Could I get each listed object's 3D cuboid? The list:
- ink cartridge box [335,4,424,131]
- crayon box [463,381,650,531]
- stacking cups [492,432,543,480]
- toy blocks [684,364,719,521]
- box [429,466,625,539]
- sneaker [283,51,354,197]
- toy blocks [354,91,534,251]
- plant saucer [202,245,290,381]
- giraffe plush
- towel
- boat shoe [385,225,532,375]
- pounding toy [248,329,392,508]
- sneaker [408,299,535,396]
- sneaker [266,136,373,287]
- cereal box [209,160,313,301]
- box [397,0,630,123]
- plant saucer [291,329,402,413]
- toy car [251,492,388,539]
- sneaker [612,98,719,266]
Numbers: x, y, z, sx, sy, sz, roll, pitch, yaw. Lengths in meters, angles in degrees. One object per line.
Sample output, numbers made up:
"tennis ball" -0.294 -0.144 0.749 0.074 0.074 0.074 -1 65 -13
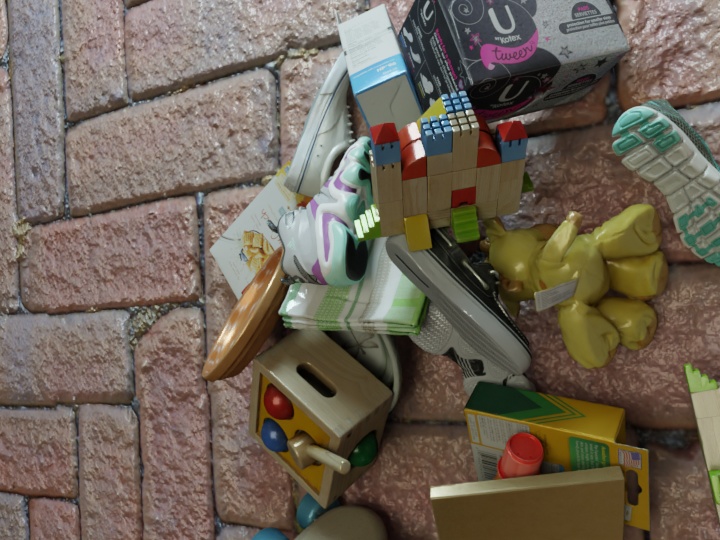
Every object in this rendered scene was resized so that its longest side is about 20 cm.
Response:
"ink cartridge box" 0.028 -0.237 0.885 0.067 0.117 0.202 -21 46 10
"crayon box" 0.221 0.202 0.803 0.197 0.052 0.128 7 128 32
"stacking cups" 0.166 0.259 0.817 0.060 0.060 0.203 27 131 28
"toy blocks" 0.407 0.181 0.702 0.134 0.100 0.204 -13 82 21
"box" 0.181 0.279 0.777 0.196 0.021 0.166 -8 124 8
"sneaker" -0.040 -0.194 0.994 0.070 0.073 0.204 21 90 -11
"toy blocks" 0.085 -0.109 0.719 0.196 0.138 0.101 -10 51 -3
"plant saucer" -0.141 0.061 0.957 0.037 0.201 0.201 33 112 -13
"giraffe plush" 0.212 0.003 0.795 0.161 0.196 0.177 21 107 59
"towel" 0.000 0.000 0.856 0.197 0.031 0.152 -1 63 36
"boat shoe" 0.113 0.017 0.753 0.071 0.072 0.200 -39 76 -15
"pounding toy" -0.053 0.197 0.913 0.199 0.141 0.186 37 137 26
"sneaker" 0.139 0.076 0.873 0.199 0.116 0.075 40 127 -13
"sneaker" -0.051 -0.071 0.870 0.137 0.078 0.203 -5 53 29
"cereal box" -0.122 -0.037 1.054 0.200 0.039 0.145 -44 69 24
"box" 0.160 -0.243 0.773 0.115 0.196 0.135 128 124 -69
"plant saucer" -0.011 0.095 0.956 0.198 0.050 0.204 26 131 34
"toy car" -0.030 0.434 0.960 0.183 0.176 0.204 21 130 42
"sneaker" 0.345 -0.098 0.745 0.201 0.091 0.077 52 134 -6
